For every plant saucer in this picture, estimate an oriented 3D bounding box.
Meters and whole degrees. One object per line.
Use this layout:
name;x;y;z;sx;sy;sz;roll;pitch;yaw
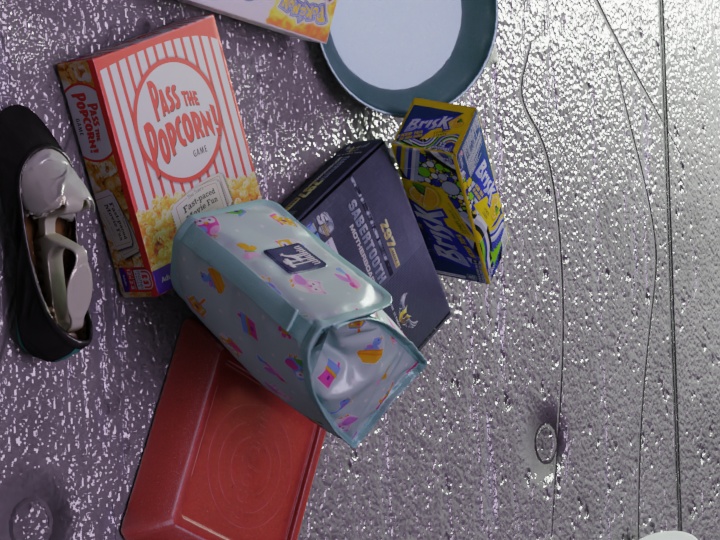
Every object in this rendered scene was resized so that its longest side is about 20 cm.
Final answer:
plant saucer;-0.104;0.169;1.523;0.200;0.037;0.200;36;61;-43
plant saucer;0.039;-0.248;1.676;0.199;0.036;0.201;-4;98;-27

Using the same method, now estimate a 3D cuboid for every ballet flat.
ballet flat;-0.235;-0.030;1.344;0.068;0.068;0.201;-15;100;-50

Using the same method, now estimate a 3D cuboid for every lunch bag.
lunch bag;-0.055;0.034;1.427;0.122;0.170;0.200;-48;152;-4

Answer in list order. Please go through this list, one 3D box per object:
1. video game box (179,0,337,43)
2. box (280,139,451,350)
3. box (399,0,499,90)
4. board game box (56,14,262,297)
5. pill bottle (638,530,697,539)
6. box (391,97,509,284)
video game box;-0.086;-0.308;1.516;0.200;0.047;0.183;10;99;-48
box;0.000;0.000;1.647;0.158;0.051;0.201;-45;122;-44
box;0.069;-0.287;1.757;0.136;0.038;0.201;-31;112;-47
board game box;-0.161;-0.097;1.456;0.151;0.046;0.201;-31;112;-47
pill bottle;0.375;0.415;2.043;0.113;0.113;0.201;-39;117;-45
box;0.091;-0.075;1.704;0.064;0.070;0.200;-63;152;-31
